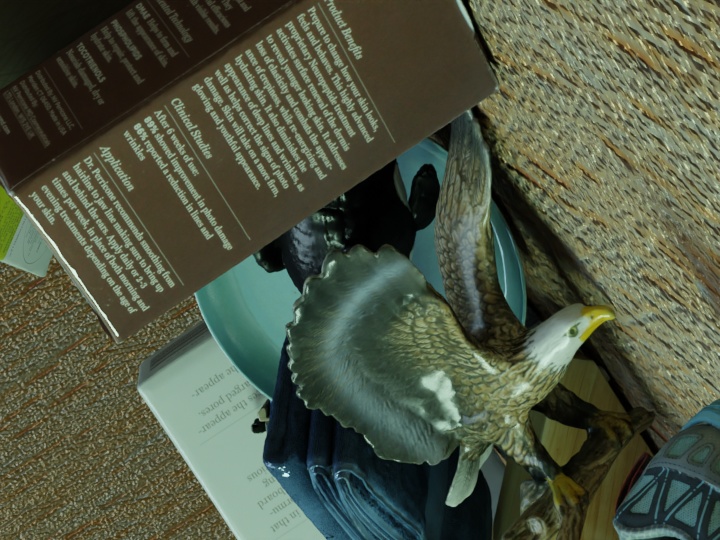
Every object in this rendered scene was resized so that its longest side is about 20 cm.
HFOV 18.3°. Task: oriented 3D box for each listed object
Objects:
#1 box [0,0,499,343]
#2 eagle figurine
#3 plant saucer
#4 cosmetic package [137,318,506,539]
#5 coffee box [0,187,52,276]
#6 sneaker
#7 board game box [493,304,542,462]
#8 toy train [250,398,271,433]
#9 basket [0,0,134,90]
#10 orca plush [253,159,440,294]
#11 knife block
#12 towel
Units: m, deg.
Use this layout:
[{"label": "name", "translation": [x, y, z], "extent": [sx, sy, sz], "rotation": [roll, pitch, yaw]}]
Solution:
[{"label": "box", "translation": [-0.052, -0.072, 0.938], "extent": [0.100, 0.199, 0.075], "rotation": [60, 177, -41]}, {"label": "eagle figurine", "translation": [0.058, 0.034, 1.095], "extent": [0.200, 0.151, 0.152], "rotation": [46, -171, -13]}, {"label": "plant saucer", "translation": [0.000, 0.000, 1.242], "extent": [0.201, 0.199, 0.027], "rotation": [57, -149, -10]}, {"label": "cosmetic package", "translation": [-0.022, 0.104, 1.419], "extent": [0.201, 0.165, 0.165], "rotation": [57, 177, -6]}, {"label": "coffee box", "translation": [-0.243, -0.130, 1.218], "extent": [0.199, 0.201, 0.198], "rotation": [22, 177, 7]}, {"label": "sneaker", "translation": [0.160, 0.136, 0.777], "extent": [0.200, 0.095, 0.079], "rotation": [54, 176, 39]}, {"label": "board game box", "translation": [0.078, 0.051, 1.421], "extent": [0.201, 0.061, 0.200], "rotation": [58, 177, -25]}, {"label": "toy train", "translation": [0.031, 0.072, 1.299], "extent": [0.034, 0.199, 0.046], "rotation": [-59, -40, -73]}, {"label": "basket", "translation": [-0.114, -0.153, 1.044], "extent": [0.181, 0.199, 0.136], "rotation": [53, 175, 23]}, {"label": "orca plush", "translation": [0.007, -0.030, 1.139], "extent": [0.071, 0.105, 0.201], "rotation": [-120, 35, -45]}, {"label": "knife block", "translation": [0.098, 0.164, 1.240], "extent": [0.201, 0.175, 0.064], "rotation": [57, 175, -12]}, {"label": "towel", "translation": [0.019, 0.109, 1.185], "extent": [0.200, 0.048, 0.112], "rotation": [51, -144, -45]}]
